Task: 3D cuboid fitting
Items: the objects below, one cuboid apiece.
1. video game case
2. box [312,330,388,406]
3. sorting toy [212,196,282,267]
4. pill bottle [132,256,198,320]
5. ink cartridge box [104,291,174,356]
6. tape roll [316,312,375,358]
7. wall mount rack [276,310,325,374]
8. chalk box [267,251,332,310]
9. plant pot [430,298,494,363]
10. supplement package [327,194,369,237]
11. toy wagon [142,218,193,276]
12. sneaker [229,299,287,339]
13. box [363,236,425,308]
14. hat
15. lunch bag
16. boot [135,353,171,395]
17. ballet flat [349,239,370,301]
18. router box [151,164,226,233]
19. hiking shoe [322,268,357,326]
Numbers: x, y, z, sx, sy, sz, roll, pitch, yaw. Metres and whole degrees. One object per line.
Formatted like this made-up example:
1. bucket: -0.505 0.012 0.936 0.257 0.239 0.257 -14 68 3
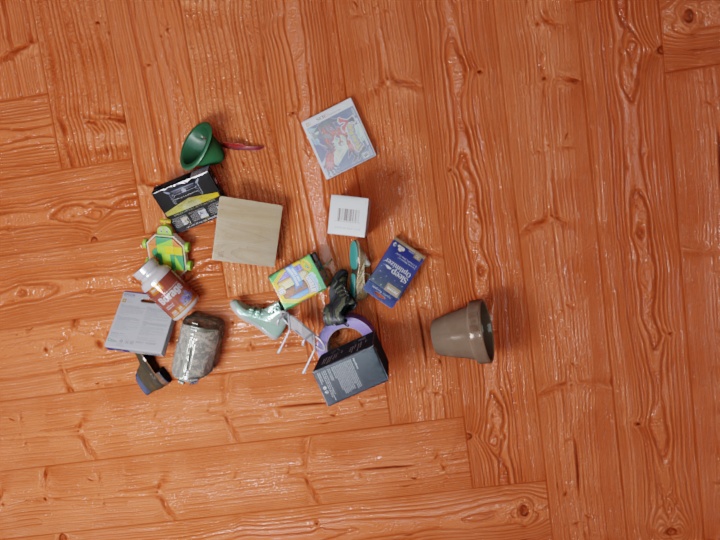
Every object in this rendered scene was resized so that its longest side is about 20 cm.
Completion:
1. video game case: -0.070 -0.423 1.703 0.180 0.023 0.202 -25 94 6
2. box: -0.024 0.291 1.597 0.198 0.197 0.119 -25 94 5
3. sorting toy: -0.365 -0.126 1.702 0.197 0.070 0.202 7 98 -18
4. pill bottle: -0.632 0.057 1.716 0.112 0.112 0.200 -39 108 6
5. ink cartridge box: -0.725 0.178 1.770 0.193 0.043 0.202 7 62 3
6. tape roll: -0.041 0.245 1.735 0.197 0.085 0.203 0 95 4
7. wall mount rack: -0.202 0.225 1.671 0.199 0.175 0.074 34 55 24
8. chalk box: -0.173 0.022 1.701 0.198 0.125 0.125 -27 93 7
9. plant pot: 0.317 0.201 1.669 0.172 0.200 0.203 -10 95 21
10. supplement package: -0.031 -0.167 1.636 0.115 0.200 0.119 6 96 3
11. toy wagon: -0.635 -0.071 1.732 0.153 0.040 0.202 5 120 3
12. sneaker: -0.324 0.126 1.744 0.199 0.074 0.119 35 103 -10
13. box: 0.109 0.008 1.704 0.120 0.032 0.201 33 82 -1
14. hat: -0.463 -0.371 1.730 0.199 0.175 0.168 13 82 45
15. lunch bag: -0.537 0.252 1.723 0.137 0.168 0.203 15 97 2
16. boot: -0.741 0.328 1.790 0.097 0.075 0.201 -37 94 3
17. ballet flat: 0.000 0.000 1.728 0.064 0.070 0.203 -1 99 -24
18. router box: -0.539 -0.227 1.701 0.198 0.052 0.158 -20 124 5
19. hiking shoe: -0.052 0.090 1.692 0.099 0.076 0.202 6 63 15
